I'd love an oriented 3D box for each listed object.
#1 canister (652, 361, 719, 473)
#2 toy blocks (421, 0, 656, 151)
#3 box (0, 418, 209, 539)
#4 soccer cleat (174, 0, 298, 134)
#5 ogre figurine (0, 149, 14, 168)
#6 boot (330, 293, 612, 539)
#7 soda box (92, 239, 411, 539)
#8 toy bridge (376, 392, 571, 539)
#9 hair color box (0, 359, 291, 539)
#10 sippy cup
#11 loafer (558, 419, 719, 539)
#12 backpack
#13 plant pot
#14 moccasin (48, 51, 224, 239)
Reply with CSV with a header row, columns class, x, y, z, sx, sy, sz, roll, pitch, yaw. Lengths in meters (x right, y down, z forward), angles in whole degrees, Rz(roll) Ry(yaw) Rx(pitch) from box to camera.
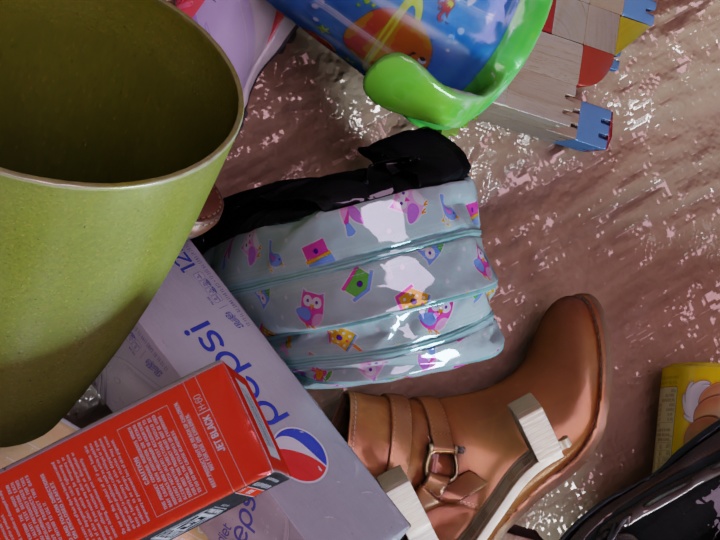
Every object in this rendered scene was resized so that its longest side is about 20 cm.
class,x,y,z,sx,sy,sz,roll,pitch,yaw
canister,0.244,0.165,1.357,0.147,0.086,0.202,9,82,-20
toy blocks,0.117,-0.160,1.329,0.136,0.100,0.202,13,82,-32
box,-0.177,0.190,1.174,0.152,0.106,0.201,30,76,-18
soccer cleat,-0.091,-0.118,1.248,0.073,0.068,0.201,36,71,-16
ogre figurine,-0.196,-0.052,1.190,0.119,0.098,0.201,20,95,-38
boot,0.056,0.092,1.297,0.154,0.077,0.202,19,90,-19
soda box,-0.067,0.085,1.152,0.068,0.064,0.200,-26,73,-46
toy bridge,0.032,0.143,1.243,0.199,0.027,0.068,-28,109,-3
hair color box,-0.137,0.117,1.054,0.199,0.102,0.062,-26,82,0
sippy cup,0.019,-0.165,1.213,0.130,0.178,0.140,26,94,-27
loafer,0.172,0.157,1.267,0.200,0.063,0.072,-43,98,-2
backpack,0.000,0.000,1.205,0.166,0.200,0.128,-21,95,-22
plant pot,-0.170,-0.019,1.063,0.185,0.188,0.201,3,129,-22
moccasin,-0.130,-0.110,1.147,0.073,0.077,0.203,-23,84,-57
